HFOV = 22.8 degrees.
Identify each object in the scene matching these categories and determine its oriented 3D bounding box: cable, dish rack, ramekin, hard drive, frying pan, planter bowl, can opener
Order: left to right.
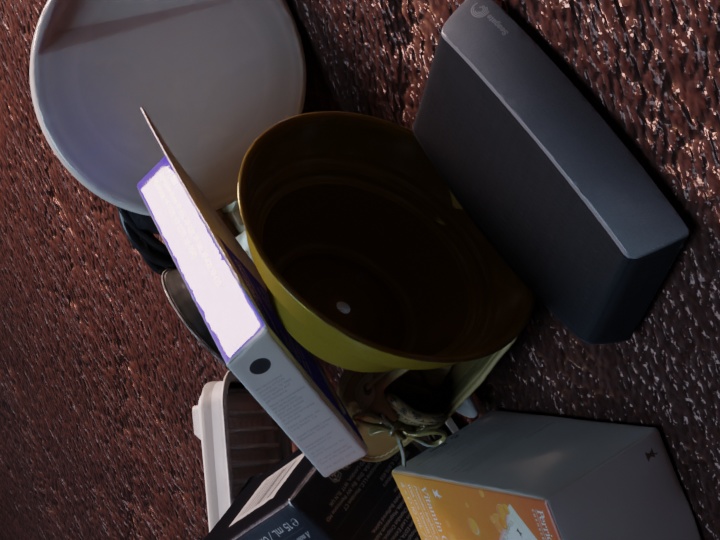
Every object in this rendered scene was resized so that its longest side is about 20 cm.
[{"bbox_3d":[-0.178,-0.088,1.497,0.200,0.051,0.164,60,-166,-47],"label":"cable"},{"bbox_3d":[-0.144,-0.139,1.307,0.203,0.202,0.094,65,167,-5],"label":"ramekin"},{"bbox_3d":[-0.099,0.051,1.485,0.190,0.031,0.115,31,-159,-55],"label":"frying pan"},{"bbox_3d":[-0.099,0.188,1.536,0.172,0.043,0.201,13,-109,-73],"label":"dish rack"},{"bbox_3d":[0.003,0.001,1.113,0.201,0.200,0.084,53,135,21],"label":"planter bowl"},{"bbox_3d":[0.031,0.043,1.250,0.053,0.066,0.201,28,153,45],"label":"can opener"},{"bbox_3d":[0.105,-0.057,1.074,0.200,0.042,0.135,53,153,21],"label":"hard drive"}]

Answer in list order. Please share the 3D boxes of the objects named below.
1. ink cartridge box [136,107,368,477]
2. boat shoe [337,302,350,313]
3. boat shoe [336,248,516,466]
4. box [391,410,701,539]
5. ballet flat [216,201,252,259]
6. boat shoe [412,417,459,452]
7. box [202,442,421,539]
[{"bbox_3d":[-0.085,0.016,1.191,0.198,0.043,0.200,57,180,45],"label":"ink cartridge box"},{"bbox_3d":[0.000,0.000,1.300,0.072,0.068,0.200,51,152,24],"label":"boat shoe"},{"bbox_3d":[0.042,0.071,1.205,0.200,0.073,0.063,-57,32,37],"label":"boat shoe"},{"bbox_3d":[0.126,0.174,1.196,0.200,0.097,0.125,-2,113,62],"label":"box"},{"bbox_3d":[-0.100,-0.047,1.452,0.201,0.074,0.074,61,155,0],"label":"ballet flat"},{"bbox_3d":[0.030,0.165,1.415,0.076,0.060,0.200,54,154,19],"label":"boat shoe"},{"bbox_3d":[0.000,0.233,1.366,0.200,0.118,0.197,44,141,-5],"label":"box"}]
